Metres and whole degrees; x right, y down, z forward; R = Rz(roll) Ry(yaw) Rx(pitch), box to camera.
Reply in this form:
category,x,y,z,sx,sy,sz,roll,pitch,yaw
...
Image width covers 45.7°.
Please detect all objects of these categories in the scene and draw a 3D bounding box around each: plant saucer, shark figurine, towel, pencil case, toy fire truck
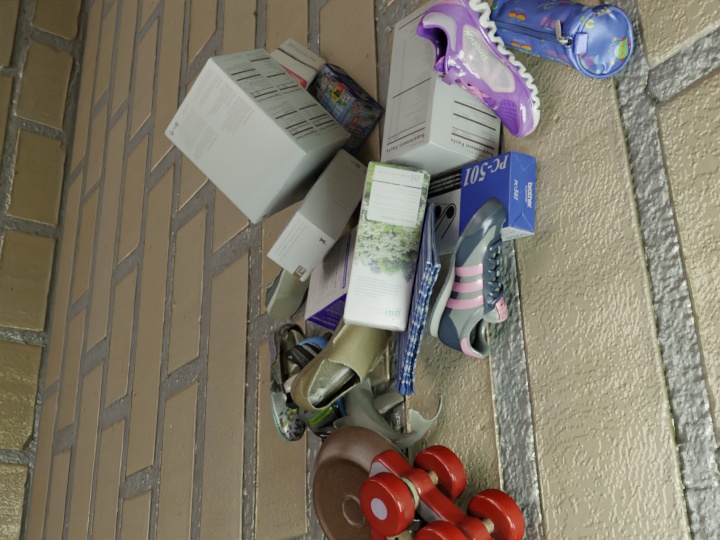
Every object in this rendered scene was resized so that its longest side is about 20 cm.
category,x,y,z,sx,sy,sz,roll,pitch,yaw
plant saucer,0.001,0.297,1.073,0.200,0.037,0.201,12,108,41
shark figurine,0.015,0.201,1.115,0.214,0.089,0.129,18,97,58
towel,0.073,0.037,1.054,0.145,0.024,0.201,-84,4,-58
pencil case,0.219,-0.274,0.967,0.200,0.086,0.078,-134,46,-55
toy fire truck,0.075,0.302,0.939,0.200,0.112,0.169,34,125,35

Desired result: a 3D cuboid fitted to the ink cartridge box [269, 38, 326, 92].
category,x,y,z,sx,sy,sz,roll,pitch,yaw
ink cartridge box,-0.143,-0.300,1.476,0.145,0.084,0.200,-58,5,28

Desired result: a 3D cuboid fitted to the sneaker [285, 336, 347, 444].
category,x,y,z,sx,sy,sz,roll,pitch,yaw
sneaker,-0.062,0.195,1.206,0.071,0.082,0.201,-170,67,-77

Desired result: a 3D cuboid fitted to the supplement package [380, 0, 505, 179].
category,x,y,z,sx,sy,sz,roll,pitch,yaw
supplement package,0.108,-0.229,1.102,0.114,0.109,0.201,-13,68,57

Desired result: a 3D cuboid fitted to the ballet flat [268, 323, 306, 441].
category,x,y,z,sx,sy,sz,roll,pitch,yaw
ballet flat,-0.102,0.159,1.297,0.072,0.072,0.201,-51,35,36

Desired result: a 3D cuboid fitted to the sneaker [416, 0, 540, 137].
category,x,y,z,sx,sy,sz,roll,pitch,yaw
sneaker,0.134,-0.238,1.009,0.201,0.088,0.080,58,165,-3

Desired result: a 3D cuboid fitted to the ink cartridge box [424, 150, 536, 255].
category,x,y,z,sx,sy,sz,roll,pitch,yaw
ink cartridge box,0.134,-0.078,1.068,0.200,0.044,0.095,-12,70,56

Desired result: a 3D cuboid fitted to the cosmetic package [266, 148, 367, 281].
category,x,y,z,sx,sy,sz,roll,pitch,yaw
cosmetic package,-0.056,-0.085,1.264,0.102,0.074,0.200,-50,7,37

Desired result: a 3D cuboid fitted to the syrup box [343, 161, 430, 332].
category,x,y,z,sx,sy,sz,roll,pitch,yaw
syrup box,0.032,-0.028,1.070,0.081,0.078,0.201,125,154,-87

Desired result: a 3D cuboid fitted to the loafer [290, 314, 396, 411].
category,x,y,z,sx,sy,sz,roll,pitch,yaw
loafer,-0.011,0.114,1.136,0.200,0.076,0.067,-52,22,1

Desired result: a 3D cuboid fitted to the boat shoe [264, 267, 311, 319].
category,x,y,z,sx,sy,sz,roll,pitch,yaw
boat shoe,-0.106,-0.003,1.400,0.200,0.073,0.062,-56,40,38

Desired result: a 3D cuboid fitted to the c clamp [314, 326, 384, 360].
category,x,y,z,sx,sy,sz,roll,pitch,yaw
c clamp,-0.048,0.153,1.289,0.201,0.027,0.171,-62,35,22

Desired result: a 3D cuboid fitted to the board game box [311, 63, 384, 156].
category,x,y,z,sx,sy,sz,roll,pitch,yaw
board game box,-0.063,-0.223,1.422,0.200,0.061,0.200,-63,34,20

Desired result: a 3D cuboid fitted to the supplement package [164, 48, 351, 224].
category,x,y,z,sx,sy,sz,roll,pitch,yaw
supplement package,-0.155,-0.208,1.302,0.200,0.151,0.152,45,122,6

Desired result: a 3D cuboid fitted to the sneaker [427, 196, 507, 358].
category,x,y,z,sx,sy,sz,roll,pitch,yaw
sneaker,0.143,0.013,0.979,0.082,0.070,0.201,33,130,24

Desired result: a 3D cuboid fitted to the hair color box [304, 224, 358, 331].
category,x,y,z,sx,sy,sz,roll,pitch,yaw
hair color box,0.000,0.000,1.221,0.200,0.065,0.110,-36,40,50
